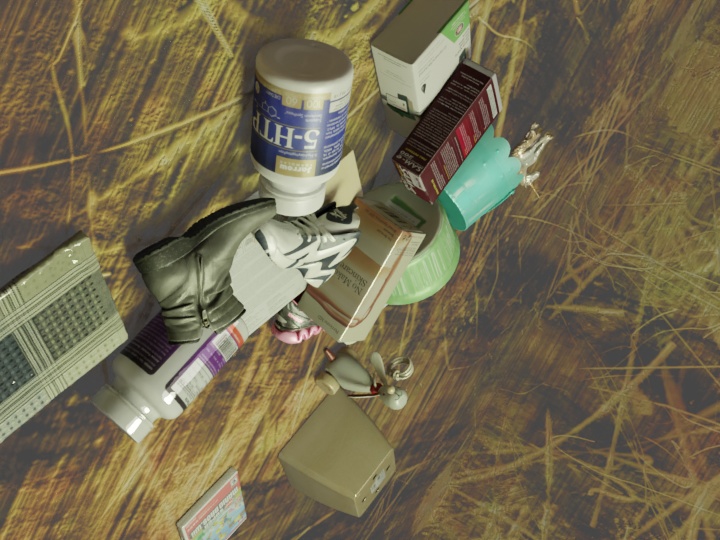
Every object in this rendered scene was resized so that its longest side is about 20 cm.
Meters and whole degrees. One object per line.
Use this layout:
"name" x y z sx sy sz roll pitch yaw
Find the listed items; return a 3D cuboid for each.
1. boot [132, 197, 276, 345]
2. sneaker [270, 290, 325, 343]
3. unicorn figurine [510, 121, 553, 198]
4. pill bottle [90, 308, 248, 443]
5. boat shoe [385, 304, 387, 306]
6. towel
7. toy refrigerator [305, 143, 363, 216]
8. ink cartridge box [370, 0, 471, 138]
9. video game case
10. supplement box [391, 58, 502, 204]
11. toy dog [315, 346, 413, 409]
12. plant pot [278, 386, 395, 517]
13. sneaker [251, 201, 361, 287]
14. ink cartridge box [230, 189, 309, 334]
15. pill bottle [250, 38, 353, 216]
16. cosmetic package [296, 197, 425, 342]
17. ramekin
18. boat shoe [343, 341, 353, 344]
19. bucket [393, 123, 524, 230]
"boot" -0.174 0.000 1.012 0.199 0.068 0.132 -31 108 -22
"sneaker" -0.061 0.050 1.364 0.199 0.079 0.096 -19 121 -35
"unicorn figurine" 0.404 -0.275 1.936 0.199 0.074 0.138 19 112 -52
"pill bottle" -0.248 0.120 1.051 0.200 0.111 0.112 -49 155 -21
"boat shoe" 0.067 0.017 1.599 0.201 0.070 0.091 -55 152 -13
"towel" -0.357 0.072 0.891 0.200 0.034 0.194 -42 148 -30
"toy refrigerator" -0.046 -0.114 1.229 0.076 0.070 0.201 -44 152 -16
"ink cartridge box" 0.101 -0.314 1.256 0.146 0.084 0.200 -51 155 -15
"video game case" -0.277 0.473 1.532 0.143 0.017 0.201 -44 153 -32
"supplement box" 0.139 -0.216 1.270 0.201 0.061 0.109 -54 156 -7
"toy dog" -0.003 0.199 1.574 0.097 0.198 0.133 62 36 -45
"plant pot" -0.034 0.407 1.737 0.200 0.176 0.200 -47 154 -23
"sneaker" -0.065 -0.059 1.131 0.130 0.080 0.199 -43 144 6
"ink cartridge box" -0.149 -0.026 1.181 0.162 0.057 0.201 -40 130 -36
"pill bottle" -0.079 -0.175 1.022 0.119 0.119 0.201 -36 147 -41
"cosmetic package" 0.000 0.000 1.250 0.087 0.103 0.201 2 120 -60
"ramekin" 0.063 -0.052 1.365 0.200 0.199 0.098 -50 148 -18
"boat shoe" -0.010 0.040 1.492 0.072 0.060 0.203 -11 129 -41
"bucket" 0.165 -0.178 1.411 0.135 0.207 0.207 -44 155 -7
